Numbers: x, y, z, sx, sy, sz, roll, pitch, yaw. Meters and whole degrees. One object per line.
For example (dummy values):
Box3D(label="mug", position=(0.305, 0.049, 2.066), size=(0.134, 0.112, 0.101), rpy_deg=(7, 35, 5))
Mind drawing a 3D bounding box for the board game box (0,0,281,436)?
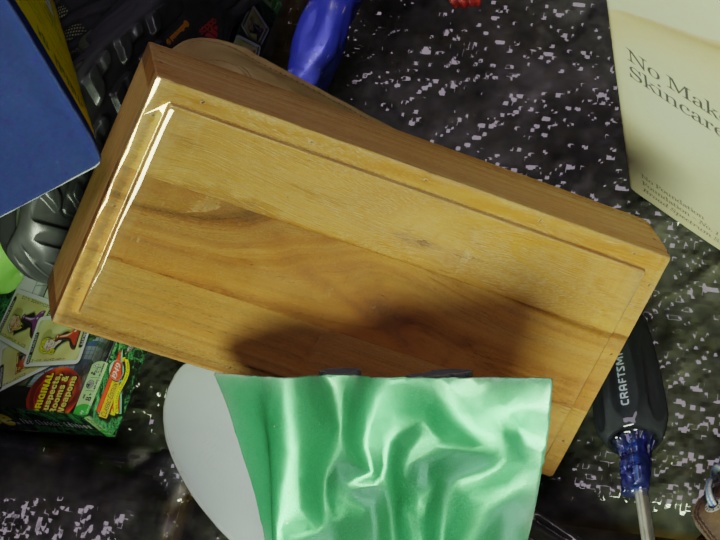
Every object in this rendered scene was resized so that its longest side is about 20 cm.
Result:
Box3D(label="board game box", position=(-0.108, -0.028, 0.910), size=(0.105, 0.023, 0.200), rpy_deg=(-1, 60, 40))

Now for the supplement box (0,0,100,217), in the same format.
Box3D(label="supplement box", position=(-0.177, -0.099, 0.802), size=(0.109, 0.109, 0.200), rpy_deg=(-28, 34, 2))

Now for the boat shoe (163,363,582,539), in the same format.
Box3D(label="boat shoe", position=(0.014, 0.093, 0.825), size=(0.200, 0.057, 0.069), rpy_deg=(32, 111, 23))

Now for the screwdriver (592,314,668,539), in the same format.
Box3D(label="screwdriver", position=(0.099, 0.092, 0.799), size=(0.029, 0.028, 0.200), rpy_deg=(11, 47, -8))

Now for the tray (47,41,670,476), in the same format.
Box3D(label="tray", position=(0.000, 0.000, 0.797), size=(0.200, 0.099, 0.037), rpy_deg=(19, 22, -18))

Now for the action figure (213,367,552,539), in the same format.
Box3D(label="action figure", position=(0.010, 0.134, 0.764), size=(0.118, 0.055, 0.200), rpy_deg=(1, 93, 21))

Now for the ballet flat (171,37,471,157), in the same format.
Box3D(label="ballet flat", position=(0.007, -0.033, 0.844), size=(0.069, 0.200, 0.063), rpy_deg=(-51, 28, 17))

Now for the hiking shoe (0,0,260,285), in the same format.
Box3D(label="hiking shoe", position=(-0.099, -0.075, 0.879), size=(0.101, 0.076, 0.200), rpy_deg=(-12, 46, 46))

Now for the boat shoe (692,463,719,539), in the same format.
Box3D(label="boat shoe", position=(0.153, 0.097, 0.786), size=(0.072, 0.072, 0.200), rpy_deg=(10, 66, 17))

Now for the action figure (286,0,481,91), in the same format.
Box3D(label="action figure", position=(0.012, -0.096, 0.911), size=(0.099, 0.065, 0.200), rpy_deg=(17, 79, -1))

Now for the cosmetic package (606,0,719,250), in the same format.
Box3D(label="cosmetic package", position=(0.150, -0.074, 0.800), size=(0.104, 0.200, 0.073), rpy_deg=(36, 76, 25))

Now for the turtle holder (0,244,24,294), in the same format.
Box3D(label="turtle holder", position=(-0.221, 0.032, 0.864), size=(0.185, 0.141, 0.132), rpy_deg=(-19, 50, -35))
